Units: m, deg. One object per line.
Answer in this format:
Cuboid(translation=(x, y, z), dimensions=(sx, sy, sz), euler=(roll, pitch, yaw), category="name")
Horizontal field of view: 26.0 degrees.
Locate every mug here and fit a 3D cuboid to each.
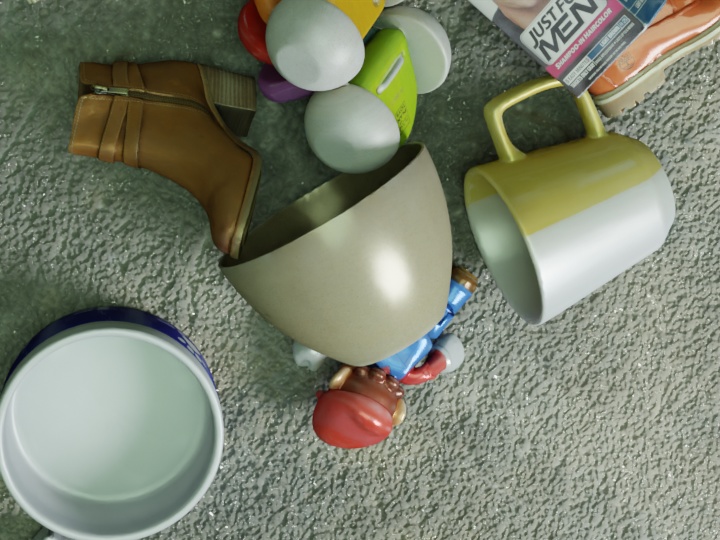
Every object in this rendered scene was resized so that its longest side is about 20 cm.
Cuboid(translation=(0.189, -0.061, 1.367), dimensions=(0.153, 0.150, 0.187), euler=(-23, 138, -10), category="mug")

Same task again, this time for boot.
Cuboid(translation=(-0.162, -0.098, 1.289), dimensions=(0.155, 0.201, 0.077), euler=(5, 147, -14), category="boot")
Cuboid(translation=(0.266, -0.237, 1.373), dimensions=(0.200, 0.075, 0.107), euler=(-38, 102, 4), category="boot")

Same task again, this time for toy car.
Cuboid(translation=(-0.027, -0.185, 1.305), dimensions=(0.150, 0.175, 0.200), euler=(0, 131, 32), category="toy car")

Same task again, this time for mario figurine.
Cuboid(translation=(0.018, 0.070, 1.428), dimensions=(0.123, 0.106, 0.200), euler=(32, 87, 20), category="mario figurine")

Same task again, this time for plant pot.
Cuboid(translation=(0.000, 0.000, 1.314), dimensions=(0.200, 0.200, 0.135), euler=(-31, 101, 0), category="plant pot")

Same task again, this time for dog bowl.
Cuboid(translation=(-0.223, 0.136, 1.393), dimensions=(0.199, 0.079, 0.201), euler=(-2, 105, -8), category="dog bowl")

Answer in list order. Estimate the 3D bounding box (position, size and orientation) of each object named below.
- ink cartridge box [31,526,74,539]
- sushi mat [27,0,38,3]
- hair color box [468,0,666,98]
Cuboid(translation=(-0.269, 0.359, 1.465), dimensions=(0.200, 0.044, 0.174), euler=(40, 96, -17), category="ink cartridge box")
Cuboid(translation=(-0.281, -0.329, 1.291), dimensions=(0.095, 0.012, 0.200), euler=(-27, 108, 0), category="sushi mat")
Cuboid(translation=(0.146, -0.250, 1.307), dimensions=(0.200, 0.061, 0.100), euler=(42, 133, -1), category="hair color box")
